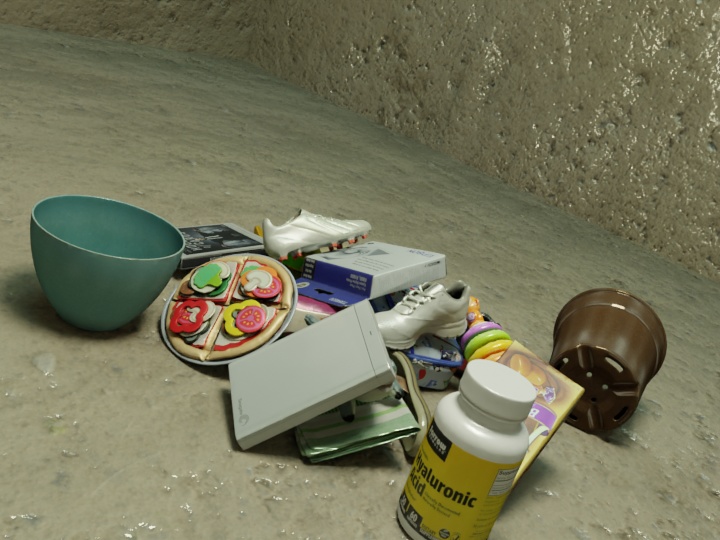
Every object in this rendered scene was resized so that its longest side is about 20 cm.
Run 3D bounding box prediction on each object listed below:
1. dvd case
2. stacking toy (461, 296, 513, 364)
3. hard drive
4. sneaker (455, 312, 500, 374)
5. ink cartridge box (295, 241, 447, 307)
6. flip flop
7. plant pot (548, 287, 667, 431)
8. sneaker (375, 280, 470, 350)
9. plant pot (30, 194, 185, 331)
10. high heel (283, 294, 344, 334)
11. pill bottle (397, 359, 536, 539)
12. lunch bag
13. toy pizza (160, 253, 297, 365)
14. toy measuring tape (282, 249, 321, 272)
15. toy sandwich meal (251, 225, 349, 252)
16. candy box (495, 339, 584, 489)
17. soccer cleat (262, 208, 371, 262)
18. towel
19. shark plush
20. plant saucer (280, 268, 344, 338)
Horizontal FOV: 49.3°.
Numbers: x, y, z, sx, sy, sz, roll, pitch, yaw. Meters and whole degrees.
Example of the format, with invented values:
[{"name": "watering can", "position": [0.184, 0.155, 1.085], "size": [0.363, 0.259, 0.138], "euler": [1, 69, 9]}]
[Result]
[{"name": "dvd case", "position": [-0.266, -0.046, 1.371], "size": [0.198, 0.025, 0.149], "euler": [-9, 25, -44]}, {"name": "stacking toy", "position": [0.198, 0.121, 1.211], "size": [0.108, 0.116, 0.202], "euler": [8, 47, -35]}, {"name": "hard drive", "position": [-0.064, 0.122, 0.953], "size": [0.027, 0.198, 0.133], "euler": [61, 6, -37]}, {"name": "sneaker", "position": [0.214, 0.116, 1.365], "size": [0.070, 0.099, 0.200], "euler": [25, 18, 21]}, {"name": "ink cartridge box", "position": [0.000, 0.000, 1.234], "size": [0.198, 0.041, 0.198], "euler": [-16, 18, -34]}, {"name": "flip flop", "position": [0.044, 0.177, 1.078], "size": [0.057, 0.082, 0.201], "euler": [6, 28, -18]}, {"name": "plant pot", "position": [0.403, 0.158, 1.324], "size": [0.198, 0.203, 0.198], "euler": [26, 29, 17]}, {"name": "sneaker", "position": [0.083, 0.058, 1.158], "size": [0.198, 0.088, 0.074], "euler": [-12, 37, -38]}, {"name": "plant pot", "position": [-0.349, 0.001, 1.057], "size": [0.197, 0.137, 0.201], "euler": [17, 19, -6]}, {"name": "high heel", "position": [-0.092, 0.061, 1.158], "size": [0.197, 0.069, 0.096], "euler": [13, 3, 19]}, {"name": "pill bottle", "position": [0.121, 0.206, 0.873], "size": [0.110, 0.203, 0.112], "euler": [17, 18, -6]}, {"name": "lunch bag", "position": [0.070, 0.098, 1.249], "size": [0.158, 0.076, 0.201], "euler": [16, 31, -31]}, {"name": "toy pizza", "position": [-0.185, 0.044, 1.093], "size": [0.197, 0.032, 0.202], "euler": [-7, 47, 7]}, {"name": "toy measuring tape", "position": [-0.075, -0.026, 1.380], "size": [0.198, 0.074, 0.074], "euler": [18, 18, -26]}, {"name": "toy sandwich meal", "position": [-0.119, -0.039, 1.487], "size": [0.202, 0.071, 0.206], "euler": [18, 19, -6]}, {"name": "candy box", "position": [0.192, 0.198, 1.031], "size": [0.116, 0.057, 0.200], "euler": [35, 57, 20]}, {"name": "soccer cleat", "position": [-0.070, -0.069, 1.310], "size": [0.197, 0.079, 0.069], "euler": [-14, -5, -29]}, {"name": "towel", "position": [-0.027, 0.164, 1.028], "size": [0.150, 0.024, 0.200], "euler": [-12, 30, -15]}, {"name": "shark plush", "position": [-0.008, 0.106, 1.022], "size": [0.089, 0.084, 0.200], "euler": [-12, 31, -16]}, {"name": "plant saucer", "position": [-0.113, 0.059, 1.268], "size": [0.197, 0.048, 0.200], "euler": [21, 19, 1]}]
